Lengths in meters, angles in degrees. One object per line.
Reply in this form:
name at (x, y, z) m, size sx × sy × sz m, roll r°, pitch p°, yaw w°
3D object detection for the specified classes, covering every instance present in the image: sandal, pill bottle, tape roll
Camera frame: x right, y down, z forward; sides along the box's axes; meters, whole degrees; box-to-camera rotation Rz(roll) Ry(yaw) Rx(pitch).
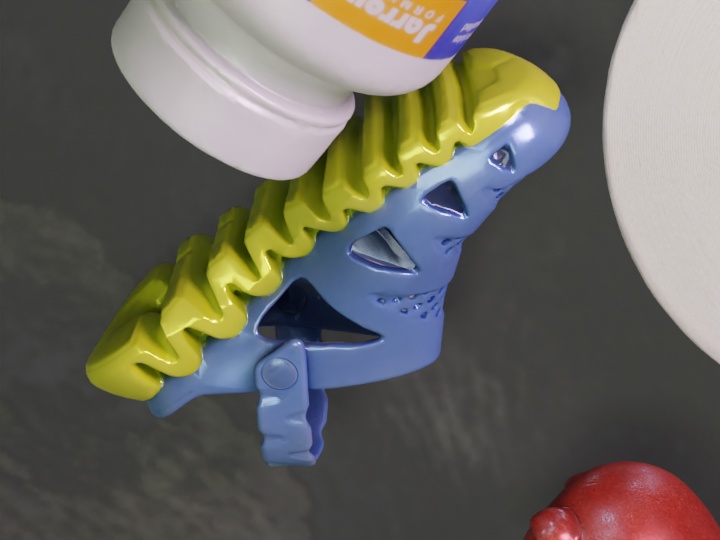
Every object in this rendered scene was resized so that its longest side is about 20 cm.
sandal at (0.000, 0.000, 0.950) m, size 0.200 × 0.080 × 0.087 m, roll -37°, pitch 106°, yaw 28°
pill bottle at (0.007, -0.128, 0.878) m, size 0.112 × 0.112 × 0.200 m, roll 38°, pitch 113°, yaw -1°
tape roll at (0.179, -0.046, 0.903) m, size 0.202 × 0.037 × 0.204 m, roll 4°, pitch 109°, yaw 12°

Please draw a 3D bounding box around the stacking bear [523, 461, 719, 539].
stacking bear at (0.137, 0.149, 0.946) m, size 0.200 × 0.121 × 0.114 m, roll 42°, pitch 115°, yaw 6°
